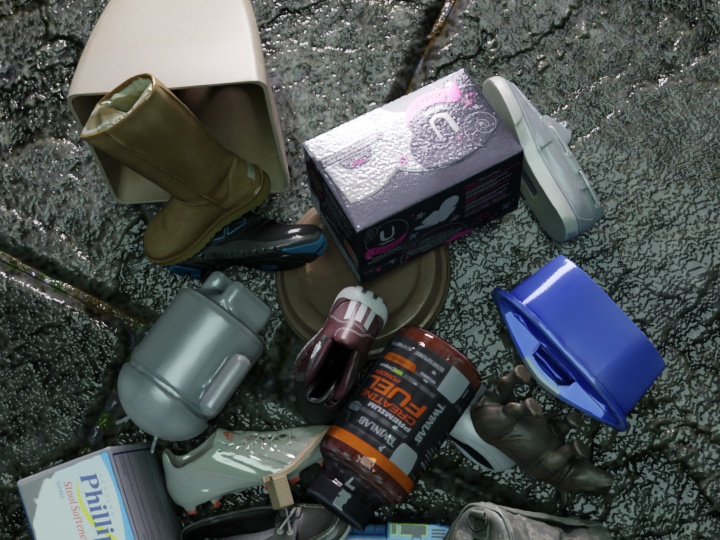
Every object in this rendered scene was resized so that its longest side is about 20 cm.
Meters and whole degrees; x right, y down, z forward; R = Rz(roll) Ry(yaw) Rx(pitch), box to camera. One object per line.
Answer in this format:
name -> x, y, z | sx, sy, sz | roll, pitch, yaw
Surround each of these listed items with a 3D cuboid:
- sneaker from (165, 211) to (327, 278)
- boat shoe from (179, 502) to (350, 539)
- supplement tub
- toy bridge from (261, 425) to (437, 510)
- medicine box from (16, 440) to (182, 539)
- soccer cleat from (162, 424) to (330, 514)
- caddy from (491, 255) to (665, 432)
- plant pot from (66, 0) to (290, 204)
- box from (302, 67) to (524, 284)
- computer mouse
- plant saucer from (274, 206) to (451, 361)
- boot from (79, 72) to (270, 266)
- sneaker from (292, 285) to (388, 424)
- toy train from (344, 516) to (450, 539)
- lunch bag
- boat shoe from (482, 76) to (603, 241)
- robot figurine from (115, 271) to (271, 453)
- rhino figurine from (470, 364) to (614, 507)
sneaker -> -0.129, -0.042, 1.294 | 0.199, 0.073, 0.082 | -3, 73, 23
boat shoe -> -0.105, 0.280, 1.244 | 0.199, 0.067, 0.057 | -19, 125, 27
supplement tub -> 0.031, 0.162, 1.201 | 0.107, 0.107, 0.200 | 34, 75, 6
toy bridge -> -0.015, 0.195, 1.258 | 0.199, 0.027, 0.068 | -13, 82, -27
medicine box -> -0.253, 0.281, 1.222 | 0.102, 0.200, 0.183 | -20, 83, 1
soccer cleat -> -0.121, 0.201, 1.287 | 0.199, 0.069, 0.078 | -20, 100, 4
caddy -> 0.223, 0.081, 1.246 | 0.105, 0.141, 0.200 | -42, 82, -5
plant pot -> -0.186, -0.205, 1.274 | 0.198, 0.200, 0.178 | -4, 61, 3
box -> 0.055, -0.103, 1.254 | 0.199, 0.115, 0.132 | -26, 63, -12
computer mouse -> 0.101, 0.138, 1.287 | 0.200, 0.044, 0.110 | 37, 70, 5
plant saucer -> 0.000, 0.000, 1.302 | 0.199, 0.029, 0.201 | -3, 70, 9
boot -> -0.212, -0.100, 1.209 | 0.175, 0.200, 0.066 | -35, 52, 16
sneaker -> -0.040, 0.115, 1.225 | 0.075, 0.116, 0.201 | 24, 130, 3
toy train -> 0.009, 0.321, 1.264 | 0.199, 0.087, 0.115 | 0, 75, 6
lunch bag -> 0.168, 0.326, 1.194 | 0.199, 0.139, 0.169 | 19, 84, -39
boat shoe -> 0.204, -0.131, 1.313 | 0.071, 0.070, 0.202 | -24, 81, -19
robot figurine -> -0.183, 0.100, 1.275 | 0.200, 0.169, 0.113 | -53, 126, -10
rhino figurine -> 0.196, 0.186, 1.244 | 0.200, 0.060, 0.087 | 42, 128, -21
